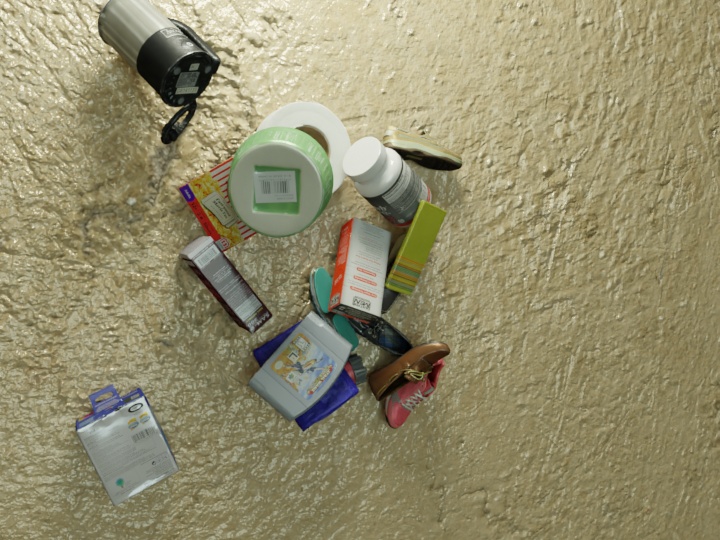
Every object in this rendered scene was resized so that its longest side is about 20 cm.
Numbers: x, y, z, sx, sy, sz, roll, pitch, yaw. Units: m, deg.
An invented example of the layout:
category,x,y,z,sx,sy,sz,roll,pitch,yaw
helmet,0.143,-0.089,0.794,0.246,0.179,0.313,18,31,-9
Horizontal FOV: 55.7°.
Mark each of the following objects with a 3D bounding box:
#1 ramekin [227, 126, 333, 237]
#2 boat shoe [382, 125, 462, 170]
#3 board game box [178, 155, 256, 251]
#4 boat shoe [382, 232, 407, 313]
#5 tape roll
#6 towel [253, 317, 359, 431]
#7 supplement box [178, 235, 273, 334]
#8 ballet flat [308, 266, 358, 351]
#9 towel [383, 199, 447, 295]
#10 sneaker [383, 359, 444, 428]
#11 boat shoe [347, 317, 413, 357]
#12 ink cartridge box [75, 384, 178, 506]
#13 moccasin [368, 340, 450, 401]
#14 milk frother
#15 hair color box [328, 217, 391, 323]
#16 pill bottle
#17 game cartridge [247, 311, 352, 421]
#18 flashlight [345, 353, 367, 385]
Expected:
category,x,y,z,sx,sy,sz,roll,pitch,yaw
ramekin,-0.150,-0.158,1.258,0.198,0.098,0.202,0,109,0
boat shoe,0.144,-0.281,1.531,0.198,0.072,0.077,13,73,-25
board game box,-0.230,-0.148,1.338,0.199,0.046,0.152,-28,106,9
boat shoe,0.083,0.005,1.508,0.073,0.065,0.201,34,73,-35
tape roll,-0.121,-0.244,1.411,0.201,0.071,0.205,-2,94,-23
towel,-0.112,0.210,1.411,0.147,0.050,0.201,-32,78,-22
supplement box,-0.266,0.027,1.345,0.061,0.109,0.201,-41,109,-16
ballet flat,-0.073,0.089,1.456,0.074,0.074,0.201,-26,99,-20
towel,0.118,-0.047,1.461,0.086,0.018,0.201,19,96,-45
sneaker,0.123,0.268,1.538,0.074,0.087,0.201,34,80,-37
boat shoe,0.039,0.135,1.510,0.200,0.066,0.070,39,78,-21
ink cartridge box,-0.451,0.320,1.301,0.136,0.076,0.201,-26,105,-21
moccasin,0.110,0.221,1.493,0.200,0.078,0.074,-29,143,11
milk frother,-0.380,-0.367,1.262,0.188,0.180,0.200,44,107,15
hair color box,0.000,0.000,1.449,0.101,0.061,0.202,21,62,-23
pill bottle,0.056,-0.186,1.435,0.200,0.115,0.116,39,77,-44
game cartridge,-0.113,0.197,1.376,0.133,0.042,0.200,37,71,12
flashlight,-0.086,0.241,1.467,0.198,0.068,0.068,-17,76,-17
